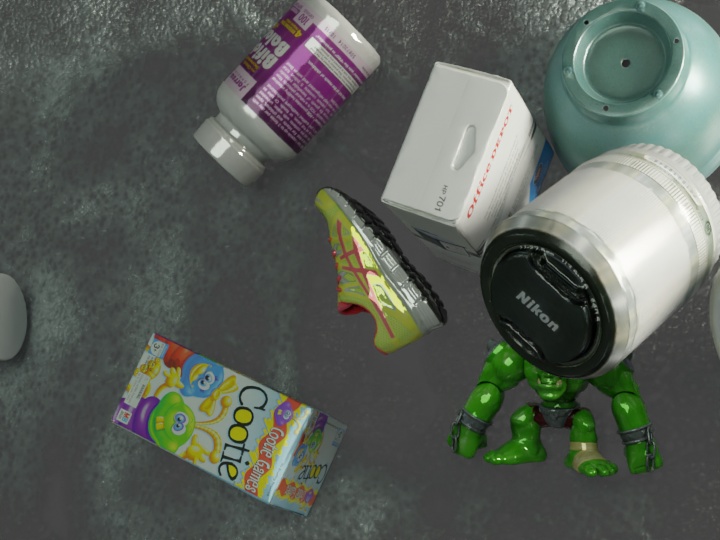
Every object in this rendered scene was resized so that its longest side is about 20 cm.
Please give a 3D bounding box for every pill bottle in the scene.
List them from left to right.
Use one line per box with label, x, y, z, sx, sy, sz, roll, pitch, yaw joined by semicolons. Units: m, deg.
pill bottle;-0.482;0.056;1.696;0.198;0.114;0.115;-3;74;19
pill bottle;-0.082;-0.189;1.616;0.200;0.112;0.112;-47;65;2

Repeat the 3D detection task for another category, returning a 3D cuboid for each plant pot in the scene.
plant pot;0.265;-0.183;1.472;0.198;0.134;0.202;-6;73;18

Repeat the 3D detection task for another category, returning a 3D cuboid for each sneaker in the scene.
sneaker;0.000;0.000;1.553;0.090;0.078;0.201;-41;63;13

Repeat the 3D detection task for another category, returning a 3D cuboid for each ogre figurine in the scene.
ogre figurine;0.183;0.127;1.442;0.199;0.098;0.121;4;94;37

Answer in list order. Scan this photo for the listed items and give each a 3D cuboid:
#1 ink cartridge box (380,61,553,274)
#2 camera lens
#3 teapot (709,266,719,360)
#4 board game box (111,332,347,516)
ink cartridge box;0.108;-0.092;1.469;0.085;0.200;0.148;19;82;24
camera lens;0.217;-0.010;1.372;0.159;0.161;0.199;35;48;25
teapot;0.415;0.041;1.349;0.145;0.197;0.202;-20;87;-24
board game box;-0.132;0.156;1.542;0.199;0.105;0.104;23;84;24
